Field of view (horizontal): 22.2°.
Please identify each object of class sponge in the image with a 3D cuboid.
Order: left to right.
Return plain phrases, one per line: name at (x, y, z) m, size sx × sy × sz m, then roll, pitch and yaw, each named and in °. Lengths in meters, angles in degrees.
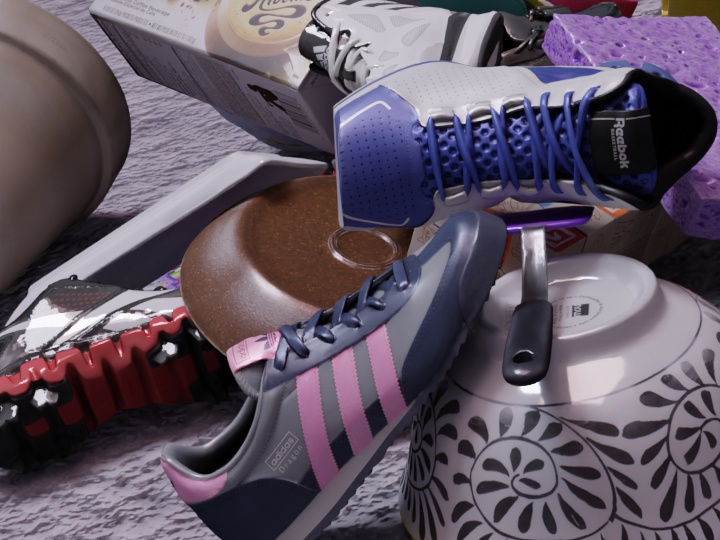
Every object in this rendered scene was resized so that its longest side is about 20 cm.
sponge at (0.191, -0.086, 1.045) m, size 0.111 × 0.030 × 0.201 m, roll -1°, pitch 37°, yaw -23°

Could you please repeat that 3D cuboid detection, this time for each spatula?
spatula at (0.080, 0.005, 0.843) m, size 0.056 × 0.021 × 0.200 m, roll -7°, pitch 25°, yaw 10°

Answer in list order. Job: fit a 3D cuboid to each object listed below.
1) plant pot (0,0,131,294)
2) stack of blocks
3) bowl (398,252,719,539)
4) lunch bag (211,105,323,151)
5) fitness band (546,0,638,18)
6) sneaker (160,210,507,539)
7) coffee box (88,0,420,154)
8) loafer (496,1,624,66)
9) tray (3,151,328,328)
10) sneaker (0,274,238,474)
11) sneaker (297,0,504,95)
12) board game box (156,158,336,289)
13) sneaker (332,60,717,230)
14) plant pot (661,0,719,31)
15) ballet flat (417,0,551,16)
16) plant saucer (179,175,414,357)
plant pot at (-0.275, -0.063, 1.248) m, size 0.198 × 0.201 × 0.174 m, roll -5°, pitch 42°, yaw 21°
stack of blocks at (0.113, -0.047, 1.038) m, size 0.115 × 0.059 × 0.199 m, roll 33°, pitch 38°, yaw 25°
bowl at (0.105, 0.052, 0.871) m, size 0.199 × 0.095 × 0.201 m, roll -11°, pitch 24°, yaw 5°
lunch bag at (-0.003, -0.151, 1.337) m, size 0.168 × 0.128 × 0.200 m, roll 2°, pitch 19°, yaw 28°
fitness band at (0.114, -0.232, 1.312) m, size 0.143 × 0.038 × 0.200 m, roll 16°, pitch 22°, yaw -47°
sneaker at (-0.014, 0.043, 0.845) m, size 0.201 × 0.082 × 0.070 m, roll -54°, pitch 13°, yaw 8°
coffee box at (-0.069, -0.168, 1.228) m, size 0.199 × 0.080 × 0.113 m, roll 24°, pitch 72°, yaw 35°
loafer at (0.088, -0.138, 1.189) m, size 0.199 × 0.063 × 0.072 m, roll -29°, pitch 15°, yaw -19°
tray at (-0.119, -0.020, 1.103) m, size 0.199 × 0.022 × 0.107 m, roll -32°, pitch -9°, yaw 18°
sneaker at (-0.131, 0.038, 1.038) m, size 0.199 × 0.071 × 0.098 m, roll -20°, pitch 47°, yaw -11°
sneaker at (0.009, -0.101, 1.081) m, size 0.114 × 0.076 × 0.201 m, roll 11°, pitch 33°, yaw 13°
board game box at (-0.047, -0.047, 1.193) m, size 0.199 × 0.039 × 0.158 m, roll -12°, pitch 22°, yaw 29°
sneaker at (0.087, -0.067, 0.891) m, size 0.198 × 0.081 × 0.115 m, roll -8°, pitch 7°, yaw -11°
plant pot at (0.304, -0.242, 1.295) m, size 0.175 × 0.202 × 0.200 m, roll 2°, pitch 26°, yaw 8°
ballet flat at (0.107, -0.164, 1.271) m, size 0.199 × 0.067 × 0.067 m, roll 23°, pitch 18°, yaw -22°
plant saucer at (0.000, 0.000, 1.018) m, size 0.199 × 0.037 × 0.201 m, roll 8°, pitch 33°, yaw -5°
